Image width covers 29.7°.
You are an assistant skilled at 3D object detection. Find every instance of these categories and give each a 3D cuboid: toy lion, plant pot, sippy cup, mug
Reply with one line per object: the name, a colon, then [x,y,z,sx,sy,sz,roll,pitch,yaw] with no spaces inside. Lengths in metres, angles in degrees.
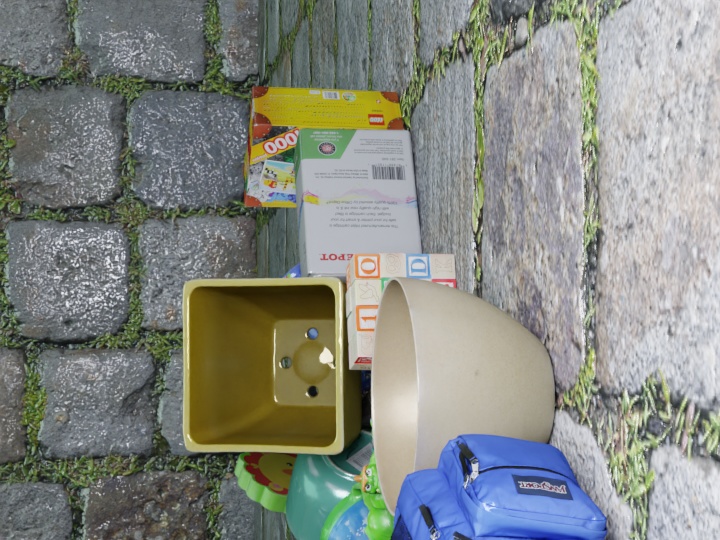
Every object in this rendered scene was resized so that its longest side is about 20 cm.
toy lion: [-0.088,0.292,1.957,0.200,0.189,0.069,-105,33,-68]
plant pot: [0.091,0.107,1.171,0.200,0.132,0.204,180,90,-79]
plant pot: [-0.083,0.111,1.617,0.200,0.193,0.197,8,-99,-73]
sippy cup: [0.036,0.328,1.515,0.140,0.177,0.130,-50,30,5]
mug: [-0.014,0.259,1.705,0.186,0.150,0.116,-102,20,-52]

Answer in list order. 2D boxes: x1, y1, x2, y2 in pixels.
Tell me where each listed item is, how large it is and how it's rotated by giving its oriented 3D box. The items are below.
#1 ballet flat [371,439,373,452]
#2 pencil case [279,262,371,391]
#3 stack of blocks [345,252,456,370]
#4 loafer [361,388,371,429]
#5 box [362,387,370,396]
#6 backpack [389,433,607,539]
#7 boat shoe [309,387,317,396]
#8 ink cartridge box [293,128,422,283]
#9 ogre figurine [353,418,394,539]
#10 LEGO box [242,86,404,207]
ballet flat: [0.066,0.209,1.534,0.200,0.068,0.072,-135,64,-70]
pencil case: [-0.044,0.080,1.856,0.201,0.086,0.078,54,135,18]
stack of blocks: [0.047,0.086,1.475,0.059,0.113,0.203,122,146,-71]
loafer: [0.042,0.157,1.659,0.200,0.072,0.072,143,137,-71]
box: [0.000,0.154,1.946,0.137,0.037,0.203,120,149,-70]
backpack: [0.107,0.228,1.005,0.200,0.160,0.170,-111,27,-65]
boat shoe: [-0.039,0.187,1.880,0.061,0.074,0.200,-51,22,1]
ink cartridge box: [-0.005,-0.069,1.687,0.084,0.143,0.203,112,156,-64]
ogre figurine: [0.061,0.215,1.367,0.098,0.118,0.203,-30,-62,-60]
LEGO box: [-0.052,-0.160,1.801,0.150,0.197,0.078,101,166,-47]
